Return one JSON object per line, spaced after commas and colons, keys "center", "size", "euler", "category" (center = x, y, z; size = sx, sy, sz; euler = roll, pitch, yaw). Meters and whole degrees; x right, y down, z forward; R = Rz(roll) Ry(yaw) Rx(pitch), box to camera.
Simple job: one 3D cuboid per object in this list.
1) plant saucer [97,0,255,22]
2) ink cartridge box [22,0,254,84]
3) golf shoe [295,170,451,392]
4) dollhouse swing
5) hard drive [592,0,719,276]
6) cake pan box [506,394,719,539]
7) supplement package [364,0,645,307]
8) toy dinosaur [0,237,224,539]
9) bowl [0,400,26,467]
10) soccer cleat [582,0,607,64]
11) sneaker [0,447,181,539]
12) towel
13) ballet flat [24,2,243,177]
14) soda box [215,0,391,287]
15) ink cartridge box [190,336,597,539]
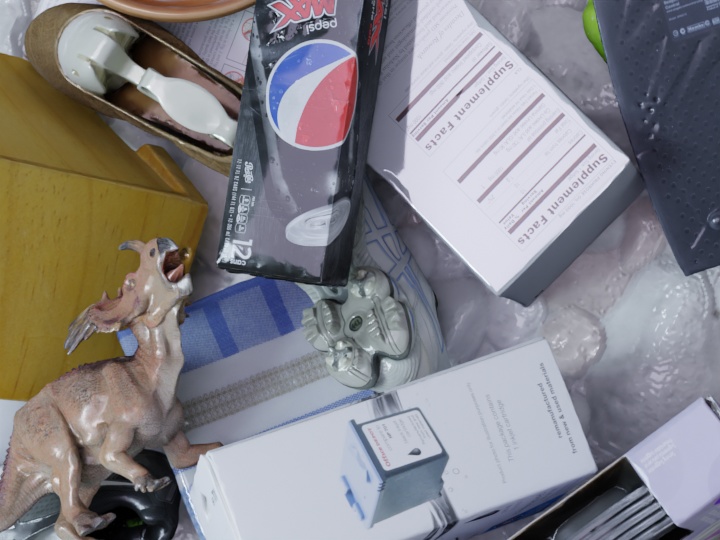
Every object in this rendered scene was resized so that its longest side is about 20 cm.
{"center": [-0.114, -0.247, 1.236], "size": [0.199, 0.037, 0.201], "euler": [1, 76, -5], "category": "plant saucer"}
{"center": [-0.099, -0.177, 1.279], "size": [0.199, 0.050, 0.162], "euler": [21, 89, -1], "category": "ink cartridge box"}
{"center": [0.000, 0.000, 1.204], "size": [0.078, 0.097, 0.201], "euler": [-34, 51, 22], "category": "golf shoe"}
{"center": [-0.231, -0.035, 1.214], "size": [0.175, 0.200, 0.182], "euler": [24, 99, 40], "category": "dollhouse swing"}
{"center": [0.213, -0.111, 1.134], "size": [0.134, 0.042, 0.201], "euler": [-18, 101, 4], "category": "hard drive"}
{"center": [0.139, 0.147, 1.080], "size": [0.184, 0.200, 0.052], "euler": [-39, 72, 5], "category": "cake pan box"}
{"center": [0.060, -0.088, 1.174], "size": [0.110, 0.114, 0.200], "euler": [-46, 78, 6], "category": "supplement package"}
{"center": [-0.156, 0.081, 1.148], "size": [0.200, 0.086, 0.136], "euler": [-34, 76, 5], "category": "toy dinosaur"}
{"center": [-0.271, 0.064, 1.263], "size": [0.200, 0.090, 0.202], "euler": [-2, 82, 15], "category": "bowl"}
{"center": [0.227, -0.179, 1.173], "size": [0.200, 0.068, 0.081], "euler": [-31, 99, 6], "category": "soccer cleat"}
{"center": [-0.199, 0.161, 1.207], "size": [0.199, 0.067, 0.091], "euler": [-17, 35, -3], "category": "sneaker"}
{"center": [-0.046, 0.101, 1.200], "size": [0.146, 0.024, 0.201], "euler": [-22, 77, -15], "category": "towel"}
{"center": [-0.127, -0.114, 1.200], "size": [0.200, 0.072, 0.068], "euler": [32, 90, 14], "category": "ballet flat"}
{"center": [-0.029, -0.093, 1.102], "size": [0.063, 0.071, 0.201], "euler": [8, 89, 12], "category": "soda box"}
{"center": [0.014, 0.120, 1.111], "size": [0.199, 0.146, 0.086], "euler": [-20, 78, -12], "category": "ink cartridge box"}
